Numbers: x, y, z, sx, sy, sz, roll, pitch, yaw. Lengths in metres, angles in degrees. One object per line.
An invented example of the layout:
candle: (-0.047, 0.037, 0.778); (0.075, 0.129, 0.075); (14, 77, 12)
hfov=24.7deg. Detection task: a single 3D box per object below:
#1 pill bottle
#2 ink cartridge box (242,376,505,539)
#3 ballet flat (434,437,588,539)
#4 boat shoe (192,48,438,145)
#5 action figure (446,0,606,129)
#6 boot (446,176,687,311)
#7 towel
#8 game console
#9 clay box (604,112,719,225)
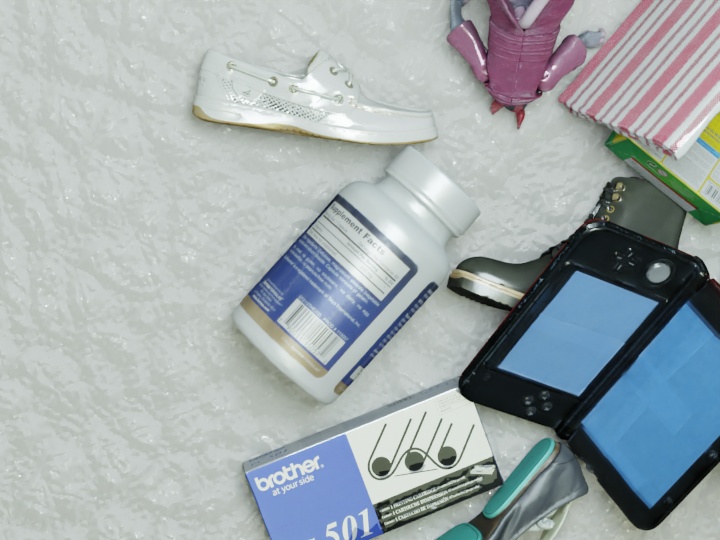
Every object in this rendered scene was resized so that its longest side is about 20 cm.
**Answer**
pill bottle: (0.000, 0.000, 1.316); (0.111, 0.111, 0.200); (42, 90, -10)
ink cartridge box: (0.011, 0.170, 1.371); (0.199, 0.044, 0.094); (-21, 97, -4)
ballet flat: (0.114, 0.229, 1.381); (0.200, 0.073, 0.073); (-43, 100, -4)
boat shoe: (-0.032, -0.142, 1.316); (0.199, 0.071, 0.070); (7, 97, -7)
action figure: (0.136, -0.190, 1.295); (0.133, 0.149, 0.201); (4, 128, 1)
boot: (0.177, -0.025, 1.364); (0.199, 0.077, 0.139); (12, 91, -22)
towel: (0.248, -0.162, 1.290); (0.030, 0.200, 0.146); (41, 90, -26)
game console: (0.203, 0.086, 1.291); (0.172, 0.119, 0.200); (20, 124, -26)
clay box: (0.302, -0.151, 1.358); (0.115, 0.048, 0.200); (37, 75, -10)
